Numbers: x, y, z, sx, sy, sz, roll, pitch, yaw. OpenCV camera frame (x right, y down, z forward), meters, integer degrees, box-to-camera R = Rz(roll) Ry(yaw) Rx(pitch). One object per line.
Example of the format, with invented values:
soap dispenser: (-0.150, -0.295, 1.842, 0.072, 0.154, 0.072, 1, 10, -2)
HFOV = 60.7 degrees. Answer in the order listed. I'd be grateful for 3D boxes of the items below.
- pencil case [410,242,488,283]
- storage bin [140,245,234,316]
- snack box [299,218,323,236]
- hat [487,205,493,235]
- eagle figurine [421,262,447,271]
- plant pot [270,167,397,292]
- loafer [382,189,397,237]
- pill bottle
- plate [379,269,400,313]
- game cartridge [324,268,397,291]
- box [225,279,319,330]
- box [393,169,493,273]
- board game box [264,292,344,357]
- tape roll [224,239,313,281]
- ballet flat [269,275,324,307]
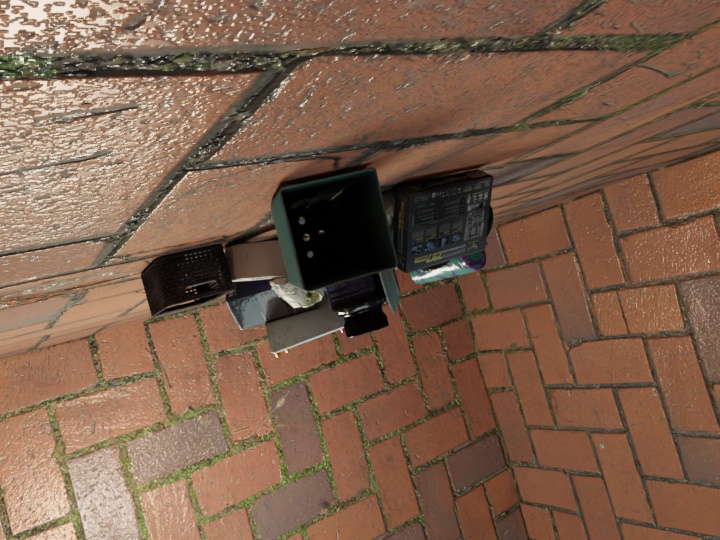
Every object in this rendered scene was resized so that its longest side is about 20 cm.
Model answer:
pencil case: (0.206, -0.025, 1.473, 0.092, 0.086, 0.199, -38, -166, -36)
storage bin: (-0.351, 0.023, 1.235, 0.134, 0.095, 0.200, -14, 176, -31)
snack box: (-0.047, -0.096, 1.176, 0.115, 0.037, 0.200, -17, 178, 5)
hat: (0.228, -0.145, 1.569, 0.175, 0.167, 0.200, 27, -179, -35)
eagle figurine: (0.109, -0.084, 1.425, 0.151, 0.152, 0.199, 23, 170, -32)
plant pot: (-0.059, -0.056, 0.920, 0.140, 0.143, 0.200, -15, -175, -19)
loafer: (0.079, -0.093, 1.203, 0.069, 0.070, 0.200, -33, 156, -2)
pill bottle: (-0.013, 0.019, 1.172, 0.111, 0.202, 0.112, -16, 178, 0)
plate: (0.047, -0.018, 1.173, 0.025, 0.202, 0.200, -16, 178, 6)
game cartridge: (0.003, -0.011, 1.357, 0.199, 0.039, 0.130, -36, 134, 11)
box: (-0.209, 0.032, 1.449, 0.198, 0.105, 0.149, -16, -138, 1)
box: (0.155, -0.094, 1.157, 0.199, 0.159, 0.051, -16, -149, -28)
board game box: (-0.128, 0.097, 1.449, 0.198, 0.026, 0.201, -20, -139, -3)
tape roll: (-0.178, -0.020, 1.268, 0.200, 0.072, 0.202, -4, 179, 0)
ballet flat: (-0.116, 0.041, 1.222, 0.071, 0.072, 0.200, -17, 175, 18)
